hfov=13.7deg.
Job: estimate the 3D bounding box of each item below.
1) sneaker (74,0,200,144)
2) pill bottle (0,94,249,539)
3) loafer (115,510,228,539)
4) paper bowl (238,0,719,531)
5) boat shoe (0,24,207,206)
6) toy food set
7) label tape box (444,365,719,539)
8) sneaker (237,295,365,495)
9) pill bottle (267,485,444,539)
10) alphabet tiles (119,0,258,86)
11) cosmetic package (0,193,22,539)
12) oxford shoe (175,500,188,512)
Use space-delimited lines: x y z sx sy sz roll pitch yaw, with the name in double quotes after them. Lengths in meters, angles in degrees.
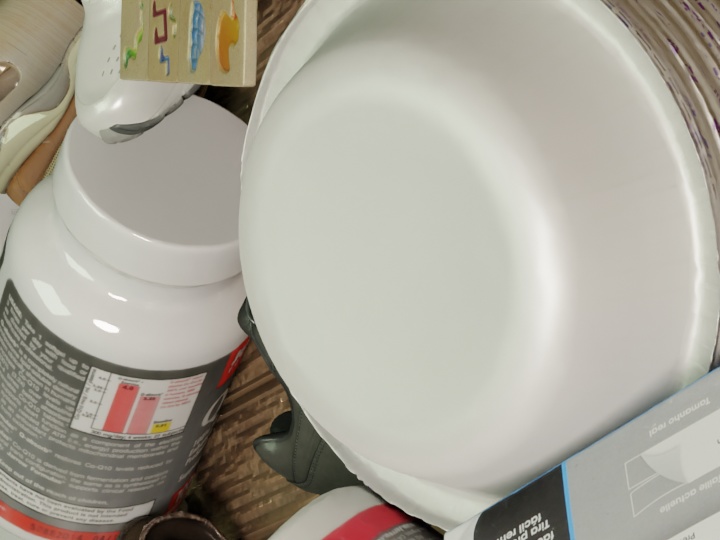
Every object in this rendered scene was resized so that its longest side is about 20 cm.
-0.099 -0.146 1.230 0.074 0.087 0.200 -17 57 37 "sneaker"
-0.107 0.023 1.315 0.116 0.116 0.200 65 147 34 "pill bottle"
-0.045 0.180 1.284 0.071 0.073 0.200 -54 53 38 "loafer"
0.040 -0.011 0.968 0.200 0.104 0.201 12 109 39 "paper bowl"
-0.098 -0.080 1.347 0.072 0.076 0.200 47 137 0 "boat shoe"
-0.218 -0.065 1.516 0.060 0.144 0.200 46 155 -12 "toy food set"
0.103 0.131 0.852 0.143 0.066 0.200 -33 38 26 "label tape box"
0.000 0.000 1.110 0.091 0.076 0.200 13 108 18 "sneaker"
0.046 0.168 0.986 0.200 0.111 0.111 35 130 23 "pill bottle"
-0.060 -0.150 1.064 0.200 0.006 0.167 -169 80 -67 "alphabet tiles"
-0.156 0.053 1.468 0.102 0.074 0.200 -12 86 63 "cosmetic package"
-0.086 0.201 1.375 0.075 0.058 0.200 128 146 -58 "oxford shoe"
